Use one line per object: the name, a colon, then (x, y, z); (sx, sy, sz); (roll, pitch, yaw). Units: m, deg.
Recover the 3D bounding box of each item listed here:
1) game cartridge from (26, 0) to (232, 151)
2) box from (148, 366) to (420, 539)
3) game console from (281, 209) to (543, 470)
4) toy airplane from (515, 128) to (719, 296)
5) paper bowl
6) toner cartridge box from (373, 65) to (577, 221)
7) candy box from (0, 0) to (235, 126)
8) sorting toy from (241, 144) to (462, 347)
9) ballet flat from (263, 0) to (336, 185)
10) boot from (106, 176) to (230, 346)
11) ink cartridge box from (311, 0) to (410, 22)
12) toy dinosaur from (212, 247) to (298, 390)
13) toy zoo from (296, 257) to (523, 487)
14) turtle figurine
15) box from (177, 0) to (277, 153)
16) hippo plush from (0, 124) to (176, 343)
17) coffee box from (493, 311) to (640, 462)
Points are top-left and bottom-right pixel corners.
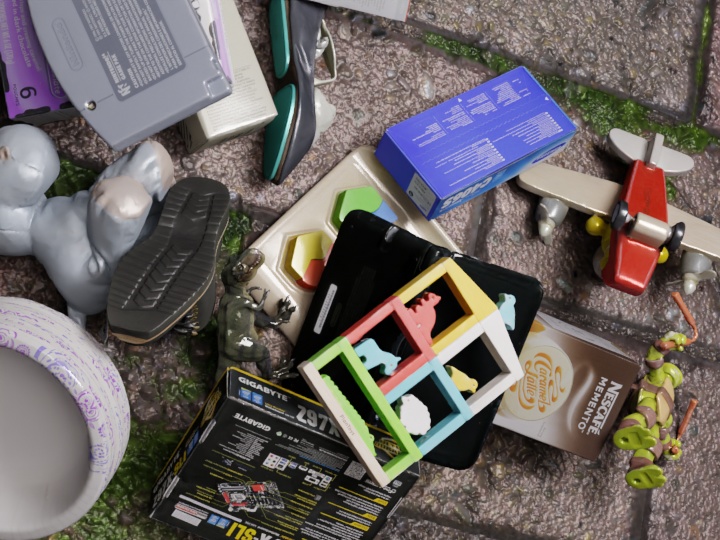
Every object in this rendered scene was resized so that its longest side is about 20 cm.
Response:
game cartridge: (-0.208, -0.209, 1.201); (0.133, 0.040, 0.201); (-25, 80, 0)
box: (-0.069, 0.192, 1.279); (0.199, 0.160, 0.049); (24, 29, -17)
game console: (0.046, 0.066, 1.337); (0.116, 0.176, 0.201); (9, 104, -53)
toy airplane: (0.286, -0.053, 1.489); (0.199, 0.141, 0.200); (-14, 51, -35)
paper bowl: (-0.292, 0.118, 1.184); (0.200, 0.104, 0.202); (3, 113, 8)
toner cartridge box: (0.120, -0.133, 1.436); (0.200, 0.043, 0.095); (-27, 72, -31)
candy box: (-0.227, -0.233, 1.267); (0.199, 0.072, 0.169); (-11, 89, 4)
sorting toy: (0.000, 0.000, 1.396); (0.200, 0.036, 0.185); (-44, 100, -23)
ballet flat: (-0.056, -0.180, 1.385); (0.073, 0.073, 0.201); (6, 77, -22)
boot: (-0.161, 0.031, 1.230); (0.077, 0.139, 0.200); (16, 41, 10)
ink cartridge box: (-0.040, -0.319, 1.356); (0.199, 0.109, 0.050); (14, 36, 1)
toy dinosaur: (-0.102, 0.067, 1.320); (0.088, 0.047, 0.201); (-3, 111, -36)
toy zoo: (0.058, 0.080, 1.247); (0.200, 0.020, 0.131); (-37, 101, -16)
turtle figurine: (0.301, 0.134, 1.443); (0.161, 0.064, 0.201); (-54, 146, -48)
box: (-0.158, -0.221, 1.347); (0.082, 0.068, 0.201); (-20, 89, -24)
hippo plush: (-0.268, -0.051, 1.256); (0.160, 0.159, 0.201); (25, 115, 0)
coffee box: (0.164, 0.099, 1.410); (0.199, 0.080, 0.115); (21, 98, -18)
